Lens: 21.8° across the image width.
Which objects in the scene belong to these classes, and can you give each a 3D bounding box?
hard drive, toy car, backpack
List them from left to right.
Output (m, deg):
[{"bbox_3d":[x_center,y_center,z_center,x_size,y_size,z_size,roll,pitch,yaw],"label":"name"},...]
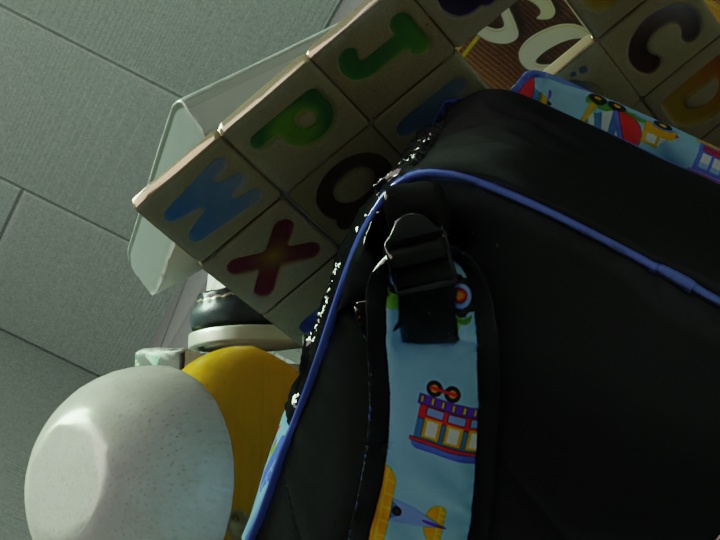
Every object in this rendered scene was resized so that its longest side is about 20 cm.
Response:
[{"bbox_3d":[-0.053,0.135,0.653,0.150,0.175,0.201,-30,59,33],"label":"toy car"},{"bbox_3d":[-0.004,-0.070,0.809,0.200,0.026,0.132,-29,-17,-28],"label":"hard drive"},{"bbox_3d":[0.061,0.069,0.542,0.135,0.182,0.201,-61,-7,-65],"label":"backpack"}]

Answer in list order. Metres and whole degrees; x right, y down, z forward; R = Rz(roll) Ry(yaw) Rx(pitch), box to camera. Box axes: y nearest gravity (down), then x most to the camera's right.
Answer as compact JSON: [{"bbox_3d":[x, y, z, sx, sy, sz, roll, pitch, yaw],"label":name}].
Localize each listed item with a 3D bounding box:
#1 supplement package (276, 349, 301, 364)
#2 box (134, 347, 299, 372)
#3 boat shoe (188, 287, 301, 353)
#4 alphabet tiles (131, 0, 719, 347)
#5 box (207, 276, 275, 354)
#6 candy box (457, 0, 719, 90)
[{"bbox_3d":[0.023,-0.012,1.169,0.156,0.111,0.200,-63,9,5],"label":"supplement package"},{"bbox_3d":[-0.041,0.139,0.821,0.036,0.144,0.201,-6,79,43],"label":"box"},{"bbox_3d":[0.000,0.000,0.855,0.075,0.200,0.062,-2,95,48],"label":"boat shoe"},{"bbox_3d":[0.049,-0.024,0.594,0.167,0.200,0.008,-39,46,8],"label":"alphabet tiles"},{"bbox_3d":[-0.046,-0.024,1.081,0.145,0.036,0.200,-62,11,12],"label":"box"},{"bbox_3d":[0.099,-0.079,0.695,0.200,0.116,0.055,-42,4,-13],"label":"candy box"}]
